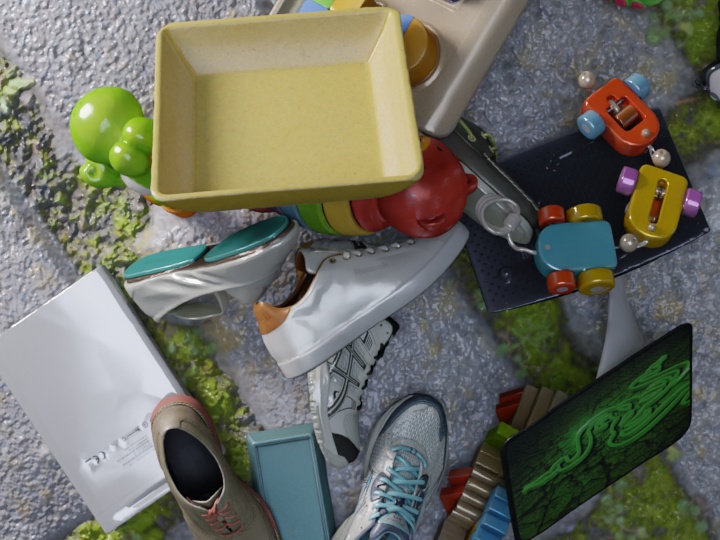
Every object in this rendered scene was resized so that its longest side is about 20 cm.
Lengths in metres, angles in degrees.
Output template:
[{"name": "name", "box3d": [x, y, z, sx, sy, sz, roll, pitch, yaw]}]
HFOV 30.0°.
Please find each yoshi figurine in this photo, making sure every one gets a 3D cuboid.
[{"name": "yoshi figurine", "box3d": [-0.175, -0.105, 1.105, 0.110, 0.200, 0.114, -4, 85, 8]}]

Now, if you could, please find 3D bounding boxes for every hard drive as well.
[{"name": "hard drive", "box3d": [-0.229, 0.116, 1.206, 0.131, 0.027, 0.201, -33, 94, 3]}, {"name": "hard drive", "box3d": [0.186, -0.048, 1.161, 0.198, 0.042, 0.136, -21, 70, 6]}]

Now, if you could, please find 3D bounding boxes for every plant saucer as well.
[{"name": "plant saucer", "box3d": [-0.056, 0.243, 1.218, 0.069, 0.019, 0.203, -9, 93, 1]}, {"name": "plant saucer", "box3d": [-0.058, -0.117, 1.036, 0.197, 0.202, 0.049, -5, 138, -2]}]

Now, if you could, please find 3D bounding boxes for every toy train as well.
[{"name": "toy train", "box3d": [0.190, -0.064, 1.104, 0.200, 0.056, 0.150, -42, 75, -18]}]

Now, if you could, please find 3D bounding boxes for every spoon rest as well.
[{"name": "spoon rest", "box3d": [0.234, 0.046, 1.175, 0.060, 0.099, 0.202, 21, 79, 20]}]

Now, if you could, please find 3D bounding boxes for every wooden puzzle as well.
[{"name": "wooden puzzle", "box3d": [0.032, -0.234, 1.131, 0.199, 0.046, 0.187, 31, 88, 23]}]

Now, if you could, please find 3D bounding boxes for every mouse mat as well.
[{"name": "mouse mat", "box3d": [0.204, 0.141, 1.138, 0.199, 0.162, 0.008, -32, 49, -14]}]

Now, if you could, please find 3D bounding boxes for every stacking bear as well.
[{"name": "stacking bear", "box3d": [-0.002, -0.081, 1.106, 0.198, 0.121, 0.115, 17, 128, 32]}]

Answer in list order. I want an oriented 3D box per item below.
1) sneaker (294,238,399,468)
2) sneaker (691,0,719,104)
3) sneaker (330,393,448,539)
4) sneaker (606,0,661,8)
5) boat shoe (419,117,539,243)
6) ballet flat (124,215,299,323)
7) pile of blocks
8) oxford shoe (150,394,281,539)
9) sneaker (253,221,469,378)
[{"name": "sneaker", "box3d": [-0.006, 0.072, 1.178, 0.086, 0.076, 0.203, -6, 96, -3]}, {"name": "sneaker", "box3d": [0.365, -0.221, 1.152, 0.139, 0.078, 0.201, 37, 93, -3]}, {"name": "sneaker", "box3d": [0.032, 0.207, 1.174, 0.077, 0.086, 0.202, 21, 89, -10]}, {"name": "sneaker", "box3d": [0.185, -0.301, 1.160, 0.198, 0.077, 0.085, 28, 76, -5]}, {"name": "boat shoe", "box3d": [0.081, -0.102, 1.144, 0.201, 0.072, 0.060, 41, 73, 20]}, {"name": "ballet flat", "box3d": [-0.118, 0.004, 1.151, 0.198, 0.069, 0.070, -14, 94, 36]}, {"name": "pile of blocks", "box3d": [0.111, 0.185, 1.180, 0.062, 0.082, 0.202, 25, 94, -2]}, {"name": "oxford shoe", "box3d": [-0.127, 0.208, 1.166, 0.070, 0.075, 0.201, -31, 102, 2]}, {"name": "sneaker", "box3d": [0.000, 0.000, 1.116, 0.199, 0.073, 0.085, -35, 98, -15]}]
